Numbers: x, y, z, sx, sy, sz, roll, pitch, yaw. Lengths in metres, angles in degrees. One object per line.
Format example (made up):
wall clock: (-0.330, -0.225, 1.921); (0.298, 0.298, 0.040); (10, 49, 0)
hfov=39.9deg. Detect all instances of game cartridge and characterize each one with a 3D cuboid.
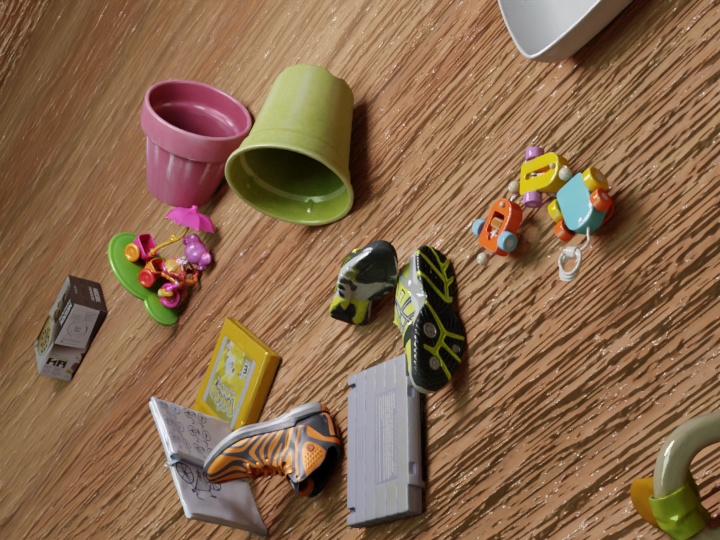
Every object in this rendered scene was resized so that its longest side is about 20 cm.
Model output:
game cartridge: (-0.212, 0.199, 1.623); (0.176, 0.032, 0.203); (29, 98, 55)
game cartridge: (0.032, 0.220, 1.278); (0.129, 0.038, 0.204); (-24, 57, 43)

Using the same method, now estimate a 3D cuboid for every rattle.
rattle: (0.340, 0.160, 0.883); (0.129, 0.143, 0.202); (33, 87, 22)

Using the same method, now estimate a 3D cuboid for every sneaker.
sneaker: (0.081, 0.069, 1.253); (0.076, 0.074, 0.203); (-43, 33, 44)
sneaker: (0.000, 0.000, 1.346); (0.200, 0.073, 0.086); (124, 156, -58)
sneaker: (-0.119, 0.268, 1.367); (0.198, 0.078, 0.113); (-27, 52, 3)

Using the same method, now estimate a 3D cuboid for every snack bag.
snack bag: (-0.218, 0.286, 1.440); (0.021, 0.188, 0.202); (-36, 54, 14)

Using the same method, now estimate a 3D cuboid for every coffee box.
coffee box: (-0.648, 0.128, 2.213); (0.201, 0.079, 0.114); (-57, 36, 21)

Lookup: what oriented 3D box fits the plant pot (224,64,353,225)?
plant pot: (-0.090, -0.203, 1.520); (0.199, 0.199, 0.187); (-23, 46, 47)

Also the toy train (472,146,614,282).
toy train: (0.215, -0.057, 1.134); (0.199, 0.055, 0.153); (28, 99, 58)

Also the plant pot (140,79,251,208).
plant pot: (-0.317, -0.223, 1.835); (0.181, 0.197, 0.201); (-67, 32, 34)

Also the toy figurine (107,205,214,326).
toy figurine: (-0.339, -0.028, 1.830); (0.183, 0.150, 0.202); (-34, 81, 26)

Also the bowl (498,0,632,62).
bowl: (0.261, -0.358, 1.183); (0.199, 0.074, 0.203); (-43, 43, 35)
